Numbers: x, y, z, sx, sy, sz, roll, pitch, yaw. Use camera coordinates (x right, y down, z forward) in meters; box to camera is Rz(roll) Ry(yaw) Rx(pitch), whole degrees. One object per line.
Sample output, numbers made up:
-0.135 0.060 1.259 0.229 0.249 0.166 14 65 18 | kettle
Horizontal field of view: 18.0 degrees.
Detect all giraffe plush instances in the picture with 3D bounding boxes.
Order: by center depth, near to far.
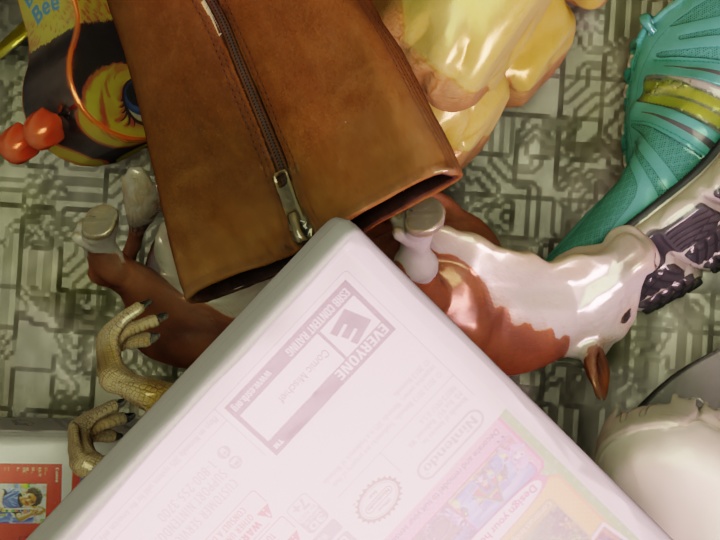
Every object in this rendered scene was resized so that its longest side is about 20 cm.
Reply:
0.018 -0.156 0.800 0.162 0.200 0.173 36 53 9 | giraffe plush

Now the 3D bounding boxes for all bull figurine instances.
0.000 0.000 0.791 0.200 0.121 0.065 -4 55 17 | bull figurine

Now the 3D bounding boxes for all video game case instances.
-0.014 0.114 0.697 0.200 0.022 0.182 -47 113 -2 | video game case

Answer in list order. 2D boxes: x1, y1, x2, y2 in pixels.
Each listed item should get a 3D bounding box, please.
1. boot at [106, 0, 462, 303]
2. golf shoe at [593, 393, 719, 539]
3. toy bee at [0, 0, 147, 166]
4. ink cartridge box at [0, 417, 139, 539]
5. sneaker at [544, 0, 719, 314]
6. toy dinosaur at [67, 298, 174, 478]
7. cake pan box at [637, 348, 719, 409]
-0.017 -0.114 0.699 0.188 0.068 0.200 -30 68 25 | boot
0.133 0.140 0.763 0.078 0.097 0.200 -24 100 32 | golf shoe
-0.090 -0.086 0.830 0.200 0.109 0.131 52 136 15 | toy bee
-0.111 0.156 0.844 0.175 0.084 0.200 2 90 -12 | ink cartridge box
0.131 -0.061 0.859 0.080 0.078 0.200 39 89 24 | sneaker
-0.060 0.064 0.729 0.200 0.058 0.101 -18 44 -17 | toy dinosaur
0.181 0.115 0.857 0.200 0.052 0.184 43 89 2 | cake pan box
